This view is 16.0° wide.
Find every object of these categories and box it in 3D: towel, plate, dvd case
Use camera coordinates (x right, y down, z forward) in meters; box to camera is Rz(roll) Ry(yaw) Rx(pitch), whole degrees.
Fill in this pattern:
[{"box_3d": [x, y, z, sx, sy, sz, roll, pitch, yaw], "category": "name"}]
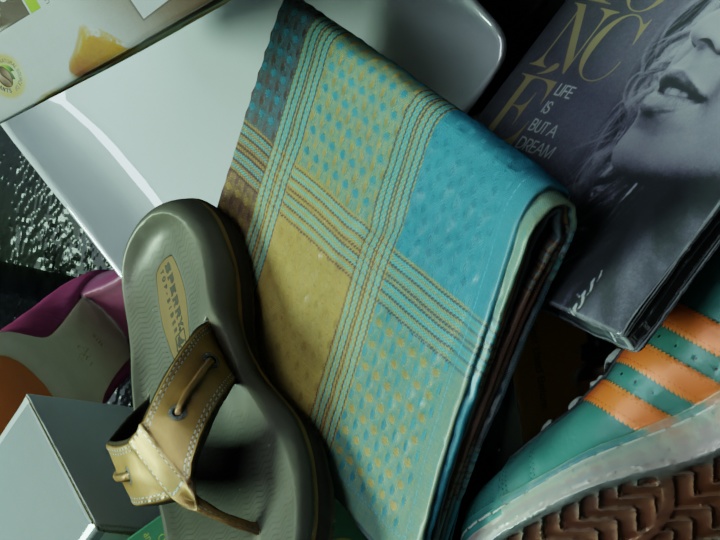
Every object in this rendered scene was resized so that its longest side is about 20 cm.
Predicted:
[{"box_3d": [0.000, 0.000, 0.925, 0.200, 0.022, 0.148, 42, 117, 53], "category": "towel"}, {"box_3d": [-0.048, -0.081, 1.029, 0.200, 0.032, 0.200, 50, 118, 24], "category": "plate"}, {"box_3d": [0.109, -0.072, 0.892, 0.200, 0.016, 0.148, -52, 32, -8], "category": "dvd case"}]

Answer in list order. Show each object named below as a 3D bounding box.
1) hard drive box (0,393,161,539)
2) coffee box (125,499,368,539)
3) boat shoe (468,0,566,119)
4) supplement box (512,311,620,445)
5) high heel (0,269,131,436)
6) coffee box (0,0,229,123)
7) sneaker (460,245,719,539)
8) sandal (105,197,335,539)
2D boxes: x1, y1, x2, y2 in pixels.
[{"box_3d": [-0.113, 0.156, 1.081, 0.200, 0.155, 0.077, -53, 49, 24], "category": "hard drive box"}, {"box_3d": [-0.066, 0.148, 1.007, 0.199, 0.123, 0.044, -37, 52, 5], "category": "coffee box"}, {"box_3d": [0.073, -0.148, 0.988, 0.074, 0.063, 0.202, 44, 106, 30], "category": "boat shoe"}, {"box_3d": [0.101, 0.083, 0.931, 0.066, 0.069, 0.202, -15, 73, 21], "category": "supplement box"}, {"box_3d": [-0.153, 0.054, 1.124, 0.067, 0.200, 0.096, 49, 132, -8], "category": "high heel"}, {"box_3d": [-0.063, -0.136, 0.937, 0.199, 0.114, 0.080, -25, 97, 35], "category": "coffee box"}, {"box_3d": [0.116, 0.040, 0.866, 0.199, 0.071, 0.080, -31, 46, 20], "category": "sneaker"}, {"box_3d": [-0.063, 0.049, 0.936, 0.082, 0.054, 0.201, -44, 45, 32], "category": "sandal"}]
